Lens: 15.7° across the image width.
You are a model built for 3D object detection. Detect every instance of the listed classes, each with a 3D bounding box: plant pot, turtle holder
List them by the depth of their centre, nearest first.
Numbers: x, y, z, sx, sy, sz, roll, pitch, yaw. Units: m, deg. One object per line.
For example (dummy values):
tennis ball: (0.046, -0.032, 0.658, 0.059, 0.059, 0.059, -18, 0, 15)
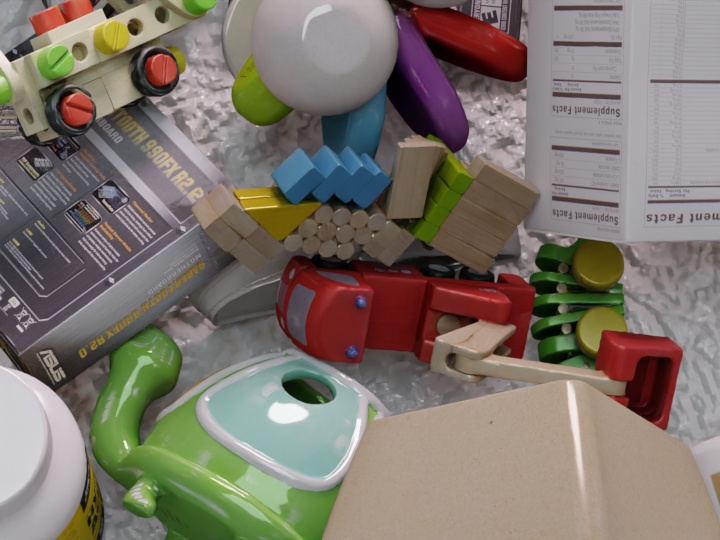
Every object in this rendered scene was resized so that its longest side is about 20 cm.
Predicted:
plant pot: (0.091, 0.169, 1.376, 0.199, 0.200, 0.178, -14, 62, 31)
turtle holder: (-0.061, 0.113, 1.465, 0.185, 0.141, 0.132, 19, 67, 45)

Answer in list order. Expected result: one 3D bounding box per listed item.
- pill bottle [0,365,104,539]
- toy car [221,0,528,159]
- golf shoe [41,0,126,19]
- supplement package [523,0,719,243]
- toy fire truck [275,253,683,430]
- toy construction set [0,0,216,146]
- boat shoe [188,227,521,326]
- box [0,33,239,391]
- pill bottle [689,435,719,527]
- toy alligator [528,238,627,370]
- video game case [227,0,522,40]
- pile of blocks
pill bottle: (-0.201, 0.116, 1.418, 0.111, 0.200, 0.112, 0, 72, 0)
toy car: (0.022, -0.138, 1.511, 0.200, 0.175, 0.150, -44, 103, -6)
golf shoe: (-0.111, -0.217, 1.602, 0.200, 0.073, 0.092, -36, 100, 0)
supplement package: (0.166, -0.118, 1.462, 0.113, 0.109, 0.201, -1, 96, -28)
toy fire truck: (0.063, 0.039, 1.448, 0.199, 0.141, 0.049, 5, 105, -18)
toy construction set: (-0.168, -0.146, 1.477, 0.200, 0.092, 0.131, -26, 98, -21)
boat shoe: (0.000, 0.000, 1.528, 0.199, 0.071, 0.069, -20, 74, -7)
box: (-0.178, -0.041, 1.517, 0.158, 0.048, 0.200, -37, 54, -13)
pill bottle: (0.242, 0.191, 1.443, 0.114, 0.114, 0.201, -14, 72, -5)
toy alligator: (0.127, 0.051, 1.518, 0.054, 0.059, 0.201, -1, 71, -1)
video game case: (0.016, -0.233, 1.631, 0.180, 0.026, 0.201, 5, 72, 1)
pile of blocks: (-0.002, -0.048, 1.456, 0.199, 0.082, 0.062, 0, 30, -26)
